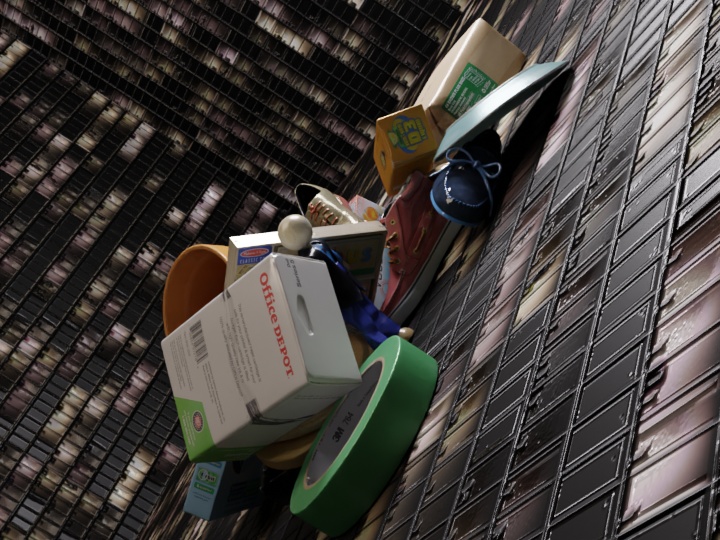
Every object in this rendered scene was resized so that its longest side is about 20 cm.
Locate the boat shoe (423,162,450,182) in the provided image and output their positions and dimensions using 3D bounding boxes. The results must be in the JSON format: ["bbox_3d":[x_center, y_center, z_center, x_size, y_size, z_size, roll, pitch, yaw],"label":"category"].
[{"bbox_3d":[0.098,-0.101,1.394,0.065,0.071,0.200,-62,7,-27],"label":"boat shoe"}]

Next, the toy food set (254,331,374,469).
[{"bbox_3d":[-0.063,0.137,1.200,0.197,0.049,0.200,-35,28,-20],"label":"toy food set"}]

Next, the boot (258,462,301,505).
[{"bbox_3d":[-0.087,0.217,1.269,0.200,0.076,0.168,-44,10,40],"label":"boot"}]

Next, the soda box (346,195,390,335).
[{"bbox_3d":[0.000,0.000,1.400,0.064,0.068,0.201,-40,35,44],"label":"soda box"}]

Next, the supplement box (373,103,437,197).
[{"bbox_3d":[0.057,-0.153,1.351,0.068,0.067,0.200,-21,-6,0],"label":"supplement box"}]

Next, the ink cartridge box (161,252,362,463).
[{"bbox_3d":[-0.107,0.095,1.081,0.200,0.084,0.146,-35,62,34],"label":"ink cartridge box"}]

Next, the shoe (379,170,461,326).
[{"bbox_3d":[0.053,-0.025,1.290,0.201,0.091,0.071,-59,7,-13],"label":"shoe"}]

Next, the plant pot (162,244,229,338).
[{"bbox_3d":[-0.171,0.060,1.481,0.139,0.201,0.200,-5,-37,-43],"label":"plant pot"}]

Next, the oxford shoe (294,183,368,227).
[{"bbox_3d":[-0.039,-0.057,1.358,0.071,0.075,0.200,-56,31,7],"label":"oxford shoe"}]

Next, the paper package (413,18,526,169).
[{"bbox_3d":[0.147,-0.253,1.597,0.201,0.103,0.191,-61,7,-28],"label":"paper package"}]

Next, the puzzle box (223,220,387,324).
[{"bbox_3d":[-0.067,0.013,1.230,0.025,0.199,0.134,46,136,47],"label":"puzzle box"}]

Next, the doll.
[{"bbox_3d":[-0.022,0.018,1.163,0.048,0.200,0.137,-38,12,19],"label":"doll"}]

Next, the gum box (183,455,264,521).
[{"bbox_3d":[-0.154,0.223,1.385,0.170,0.044,0.202,17,-91,-71],"label":"gum box"}]

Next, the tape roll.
[{"bbox_3d":[0.002,0.161,1.017,0.201,0.048,0.201,-57,7,11],"label":"tape roll"}]

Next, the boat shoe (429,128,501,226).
[{"bbox_3d":[0.126,-0.119,1.216,0.200,0.084,0.069,-75,9,-61],"label":"boat shoe"}]

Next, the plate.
[{"bbox_3d":[0.163,-0.198,1.245,0.200,0.026,0.200,-36,-1,-1],"label":"plate"}]
